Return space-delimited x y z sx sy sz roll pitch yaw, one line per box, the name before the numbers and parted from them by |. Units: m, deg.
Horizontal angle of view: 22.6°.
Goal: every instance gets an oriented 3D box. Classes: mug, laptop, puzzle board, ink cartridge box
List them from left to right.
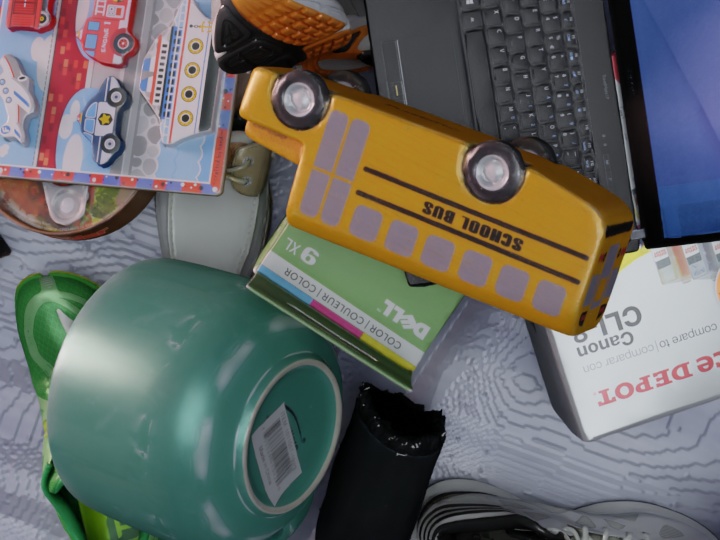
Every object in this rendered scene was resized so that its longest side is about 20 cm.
puzzle board | -0.139 -0.147 1.021 0.150 0.017 0.201 5 82 13
mug | -0.072 0.081 1.009 0.114 0.185 0.153 14 88 35
ink cartridge box | 0.000 0.000 1.003 0.104 0.200 0.059 34 96 -3
laptop | 0.111 -0.093 0.900 0.199 0.103 0.178 -8 91 -3
ink cartridge box | 0.156 -0.024 1.029 0.145 0.145 0.201 -18 94 1

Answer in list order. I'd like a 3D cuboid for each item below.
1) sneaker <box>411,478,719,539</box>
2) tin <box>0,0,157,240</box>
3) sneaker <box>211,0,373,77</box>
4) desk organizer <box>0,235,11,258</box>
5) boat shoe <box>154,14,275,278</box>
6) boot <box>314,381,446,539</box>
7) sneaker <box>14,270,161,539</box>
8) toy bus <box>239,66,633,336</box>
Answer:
sneaker | 0.130 0.178 1.061 0.199 0.115 0.076 10 95 -3
tin | -0.168 -0.116 1.048 0.111 0.042 0.201 -7 79 15
sneaker | -0.039 -0.160 1.000 0.075 0.200 0.093 -17 85 17
desk organizer | -0.302 -0.068 1.063 0.077 0.072 0.200 -34 94 5
boat shoe | -0.086 -0.075 1.062 0.074 0.068 0.201 4 95 0
boot | 0.000 0.162 1.025 0.073 0.198 0.163 21 101 -5
sneaker | -0.156 0.095 1.070 0.074 0.084 0.201 -17 94 2
toy bus | 0.034 -0.041 0.896 0.199 0.065 0.079 22 103 19
